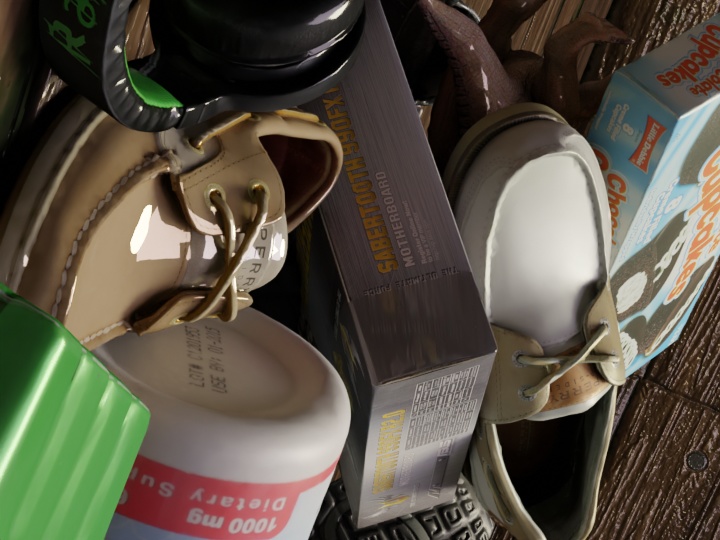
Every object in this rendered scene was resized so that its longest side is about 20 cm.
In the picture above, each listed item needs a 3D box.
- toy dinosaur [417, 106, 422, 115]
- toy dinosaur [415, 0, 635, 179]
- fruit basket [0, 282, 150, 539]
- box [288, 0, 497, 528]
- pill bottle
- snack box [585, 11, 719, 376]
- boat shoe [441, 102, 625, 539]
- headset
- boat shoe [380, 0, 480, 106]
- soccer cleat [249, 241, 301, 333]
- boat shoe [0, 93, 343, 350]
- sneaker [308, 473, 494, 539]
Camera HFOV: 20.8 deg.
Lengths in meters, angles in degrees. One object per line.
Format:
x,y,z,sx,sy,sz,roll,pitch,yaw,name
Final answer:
0.014,-0.013,0.950,0.199,0.182,0.105,-11,141,-39,toy dinosaur
0.057,-0.054,0.823,0.136,0.086,0.200,-52,162,9,toy dinosaur
-0.131,0.079,0.380,0.200,0.094,0.185,-50,170,-7,fruit basket
0.000,0.000,0.787,0.200,0.048,0.159,95,-21,-69,box
-0.083,0.111,0.647,0.109,0.108,0.201,-47,159,-69,pill bottle
0.125,-0.022,0.846,0.116,0.037,0.201,-31,152,-38,snack box
0.074,0.028,0.770,0.069,0.074,0.201,-121,-162,-46,boat shoe
-0.029,-0.115,0.572,0.200,0.094,0.124,-28,148,-54,headset
0.024,-0.106,0.906,0.200,0.067,0.072,-3,117,-82,boat shoe
-0.069,0.077,0.754,0.201,0.067,0.081,-66,-156,0,soccer cleat
-0.053,-0.020,0.605,0.200,0.069,0.074,-53,165,-63,boat shoe
-0.028,0.143,1.021,0.091,0.198,0.077,-127,-160,-82,sneaker
